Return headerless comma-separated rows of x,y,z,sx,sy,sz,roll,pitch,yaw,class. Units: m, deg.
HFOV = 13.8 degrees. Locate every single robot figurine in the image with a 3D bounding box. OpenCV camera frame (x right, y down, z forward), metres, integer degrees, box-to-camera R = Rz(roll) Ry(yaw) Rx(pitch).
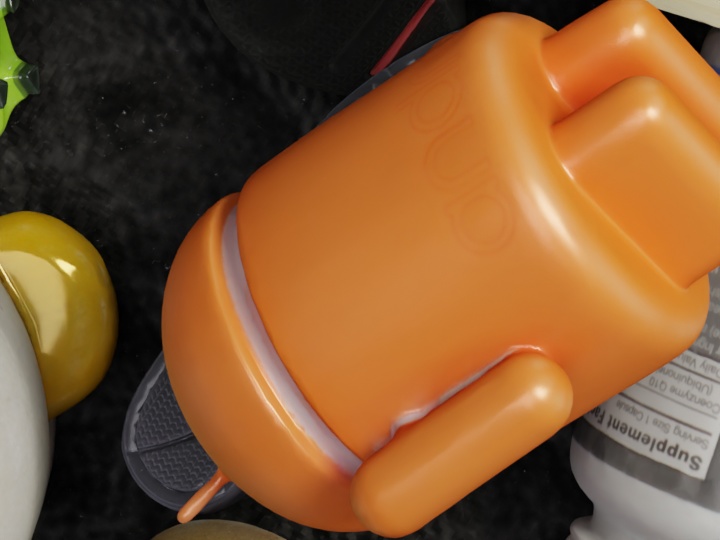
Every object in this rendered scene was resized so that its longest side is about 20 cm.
0.023,0.001,0.883,0.200,0.116,0.144,-33,72,23,robot figurine

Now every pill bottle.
0.132,0.033,0.940,0.113,0.114,0.201,18,98,7,pill bottle

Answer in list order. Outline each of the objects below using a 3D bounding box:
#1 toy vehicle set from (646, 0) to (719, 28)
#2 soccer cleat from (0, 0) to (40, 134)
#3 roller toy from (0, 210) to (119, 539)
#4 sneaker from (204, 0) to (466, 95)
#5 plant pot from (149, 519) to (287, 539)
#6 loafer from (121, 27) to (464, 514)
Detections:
0.073,-0.130,0.931,0.199,0.124,0.027,18,123,6,toy vehicle set
-0.164,-0.135,0.999,0.081,0.067,0.201,-6,95,19,soccer cleat
-0.192,0.052,0.980,0.182,0.140,0.201,26,96,-5,roller toy
-0.041,-0.139,0.975,0.200,0.087,0.074,35,125,-18,sneaker
-0.032,0.178,0.935,0.199,0.027,0.201,21,120,42,plant pot
0.000,0.000,0.992,0.072,0.063,0.200,44,96,21,loafer
